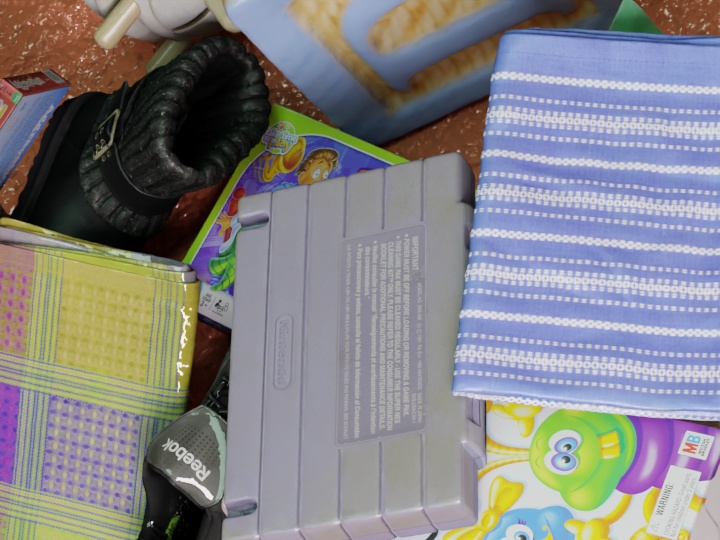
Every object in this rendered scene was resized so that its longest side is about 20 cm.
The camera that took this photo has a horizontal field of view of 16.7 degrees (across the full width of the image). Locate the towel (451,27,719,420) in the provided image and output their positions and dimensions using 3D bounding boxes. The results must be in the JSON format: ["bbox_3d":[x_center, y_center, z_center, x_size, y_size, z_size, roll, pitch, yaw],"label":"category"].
[{"bbox_3d":[0.125,-0.027,1.173,0.144,0.024,0.201,5,64,9],"label":"towel"}]

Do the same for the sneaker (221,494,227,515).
[{"bbox_3d":[-0.046,0.183,1.308,0.077,0.146,0.203,33,87,32],"label":"sneaker"}]

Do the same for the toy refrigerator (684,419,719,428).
[{"bbox_3d":[0.175,0.110,1.269,0.199,0.076,0.070,-10,65,22],"label":"toy refrigerator"}]

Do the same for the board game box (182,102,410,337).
[{"bbox_3d":[0.000,0.000,1.423,0.199,0.045,0.135,25,81,33],"label":"board game box"}]

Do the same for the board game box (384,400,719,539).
[{"bbox_3d":[0.085,0.121,1.197,0.199,0.105,0.103,12,68,30],"label":"board game box"}]

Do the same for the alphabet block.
[{"bbox_3d":[0.021,-0.224,1.421,0.195,0.196,0.201,-24,60,13],"label":"alphabet block"}]

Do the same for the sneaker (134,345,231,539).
[{"bbox_3d":[-0.072,0.094,1.358,0.066,0.090,0.201,29,101,31],"label":"sneaker"}]

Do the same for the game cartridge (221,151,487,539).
[{"bbox_3d":[-0.001,0.041,1.201,0.129,0.038,0.201,-8,56,15],"label":"game cartridge"}]

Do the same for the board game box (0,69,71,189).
[{"bbox_3d":[-0.250,-0.034,1.487,0.019,0.103,0.200,36,102,4],"label":"board game box"}]

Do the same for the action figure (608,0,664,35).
[{"bbox_3d":[0.186,-0.038,1.265,0.119,0.199,0.055,-61,14,-6],"label":"action figure"}]

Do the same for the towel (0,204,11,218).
[{"bbox_3d":[-0.259,0.019,1.467,0.031,0.200,0.149,37,87,2],"label":"towel"}]

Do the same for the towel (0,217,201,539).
[{"bbox_3d":[-0.162,0.078,1.421,0.143,0.023,0.201,10,103,21],"label":"towel"}]

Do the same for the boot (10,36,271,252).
[{"bbox_3d":[-0.138,-0.032,1.455,0.157,0.079,0.212,-12,61,46],"label":"boot"}]

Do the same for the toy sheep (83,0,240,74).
[{"bbox_3d":[-0.121,-0.200,1.523,0.138,0.138,0.200,-44,53,3],"label":"toy sheep"}]
